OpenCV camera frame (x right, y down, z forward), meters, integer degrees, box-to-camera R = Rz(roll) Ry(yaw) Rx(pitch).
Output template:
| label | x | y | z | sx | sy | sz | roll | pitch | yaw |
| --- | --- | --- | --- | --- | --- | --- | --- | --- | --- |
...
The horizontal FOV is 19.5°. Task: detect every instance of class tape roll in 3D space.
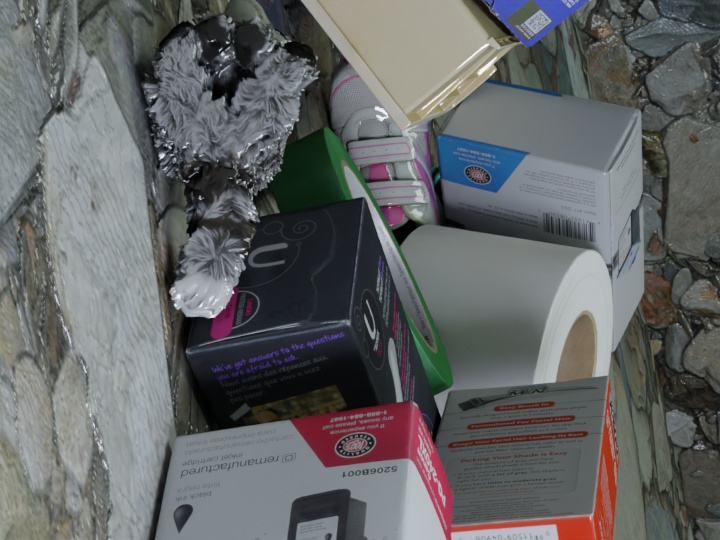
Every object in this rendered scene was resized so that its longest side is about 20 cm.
| label | x | y | z | sx | sy | sz | roll | pitch | yaw |
| --- | --- | --- | --- | --- | --- | --- | --- | --- | --- |
| tape roll | 0.101 | 0.072 | 1.617 | 0.203 | 0.139 | 0.203 | 9 | 90 | -68 |
| tape roll | 0.000 | 0.000 | 1.448 | 0.201 | 0.048 | 0.200 | 62 | 7 | -14 |

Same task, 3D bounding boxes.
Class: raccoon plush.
| label | x | y | z | sx | sy | sz | roll | pitch | yaw |
| --- | --- | --- | --- | --- | --- | --- | --- | --- | --- |
| raccoon plush | -0.088 | -0.072 | 1.270 | 0.134 | 0.097 | 0.201 | 74 | 37 | -86 |

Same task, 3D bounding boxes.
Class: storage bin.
| label | x | y | z | sx | sy | sz | roll | pitch | yaw |
| --- | --- | --- | --- | --- | --- | --- | --- | --- | --- |
| storage bin | 0.023 | -0.218 | 1.563 | 0.200 | 0.094 | 0.199 | 52 | 14 | 1 |

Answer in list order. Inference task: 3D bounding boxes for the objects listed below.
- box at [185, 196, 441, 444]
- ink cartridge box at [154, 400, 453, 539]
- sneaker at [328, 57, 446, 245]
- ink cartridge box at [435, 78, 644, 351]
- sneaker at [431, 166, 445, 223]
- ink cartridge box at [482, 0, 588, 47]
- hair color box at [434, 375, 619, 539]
| label | x | y | z | sx | sy | sz | roll | pitch | yaw |
| --- | --- | --- | --- | --- | --- | --- | --- | --- | --- |
| box | -0.023 | 0.074 | 1.298 | 0.122 | 0.106 | 0.200 | -84 | 160 | -50 |
| ink cartridge box | -0.033 | 0.175 | 1.101 | 0.200 | 0.145 | 0.084 | -84 | 160 | -49 |
| sneaker | 0.023 | -0.074 | 1.654 | 0.088 | 0.081 | 0.200 | -78 | 154 | -61 |
| ink cartridge box | 0.149 | -0.043 | 1.696 | 0.200 | 0.146 | 0.086 | 81 | 31 | -45 |
| sneaker | 0.078 | -0.057 | 1.817 | 0.200 | 0.077 | 0.091 | -76 | -179 | -63 |
| ink cartridge box | 0.094 | -0.258 | 1.543 | 0.136 | 0.076 | 0.200 | 39 | 20 | -39 |
| hair color box | 0.101 | 0.136 | 1.303 | 0.200 | 0.111 | 0.064 | -67 | 149 | -66 |
